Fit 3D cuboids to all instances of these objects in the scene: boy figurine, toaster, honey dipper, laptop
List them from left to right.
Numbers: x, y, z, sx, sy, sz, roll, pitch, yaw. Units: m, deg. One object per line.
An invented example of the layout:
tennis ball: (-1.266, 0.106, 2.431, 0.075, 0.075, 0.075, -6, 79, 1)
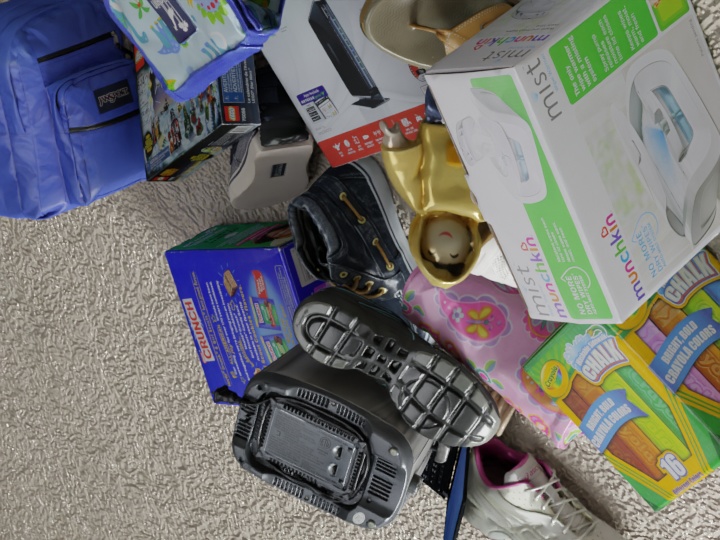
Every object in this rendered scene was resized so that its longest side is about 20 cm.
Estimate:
toaster: (-0.022, 0.135, 1.653, 0.200, 0.129, 0.114, 23, 117, 16)
laptop: (0.045, 0.181, 1.777, 0.200, 0.103, 0.177, 38, 145, 22)
honey dipper: (0.047, 0.090, 1.697, 0.200, 0.038, 0.038, 27, 143, 8)
boy figurine: (0.071, -0.084, 1.415, 0.064, 0.124, 0.200, -121, 44, -73)

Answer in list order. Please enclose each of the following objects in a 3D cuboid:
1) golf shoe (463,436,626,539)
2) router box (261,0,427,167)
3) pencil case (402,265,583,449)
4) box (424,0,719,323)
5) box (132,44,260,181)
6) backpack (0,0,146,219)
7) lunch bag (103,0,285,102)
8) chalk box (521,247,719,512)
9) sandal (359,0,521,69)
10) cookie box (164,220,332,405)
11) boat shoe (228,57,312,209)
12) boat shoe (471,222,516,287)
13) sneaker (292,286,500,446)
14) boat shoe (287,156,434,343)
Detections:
golf shoe: (0.169, 0.223, 1.696, 0.200, 0.075, 0.092, 26, 137, 33)
router box: (0.000, -0.188, 1.515, 0.200, 0.049, 0.180, -15, 110, 56)
pencil case: (0.124, 0.060, 1.577, 0.200, 0.087, 0.088, 39, 146, 18)
box: (0.163, -0.094, 1.288, 0.097, 0.176, 0.200, 2, 123, 50)
box: (-0.150, -0.169, 1.657, 0.200, 0.040, 0.137, -26, 68, 62)
backpack: (-0.285, -0.167, 1.798, 0.168, 0.162, 0.200, 3, 113, 39)
lunch bag: (-0.126, -0.252, 1.479, 0.170, 0.127, 0.201, -26, 72, 59)
chalk box: (0.218, 0.057, 1.418, 0.200, 0.124, 0.125, 46, 147, 8)
sandal: (0.096, -0.158, 1.329, 0.200, 0.054, 0.080, 23, 111, -22)
cookie box: (-0.087, 0.043, 1.808, 0.200, 0.075, 0.172, -1, 111, 51)
boat shoe: (-0.085, -0.125, 1.682, 0.200, 0.074, 0.093, 128, 132, -69)
boat shoe: (0.153, -0.053, 1.455, 0.069, 0.071, 0.200, 27, 141, -11)
sneaker: (0.039, 0.074, 1.594, 0.200, 0.079, 0.075, 36, 113, 2)
boat shoe: (0.000, 0.000, 1.664, 0.071, 0.091, 0.201, 4, 125, 50)
